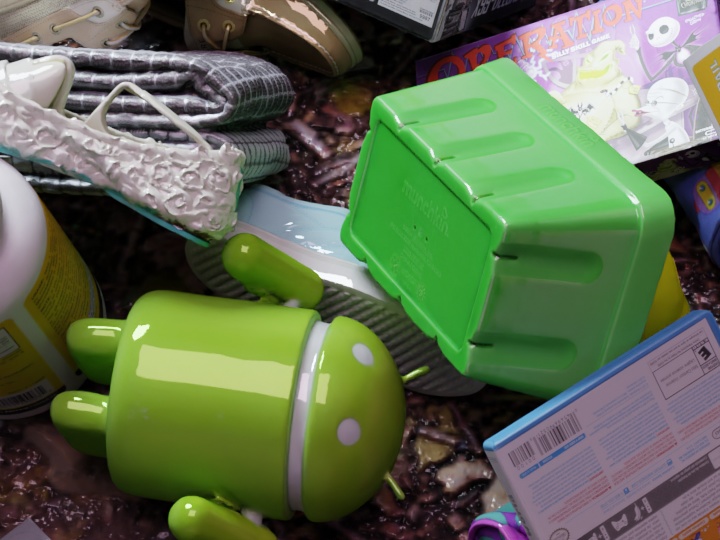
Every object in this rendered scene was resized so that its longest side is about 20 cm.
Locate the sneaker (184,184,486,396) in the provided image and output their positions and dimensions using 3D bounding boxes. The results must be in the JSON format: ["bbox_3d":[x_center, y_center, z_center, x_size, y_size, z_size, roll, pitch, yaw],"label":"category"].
[{"bbox_3d":[0.000,0.000,1.427,0.199,0.074,0.082,27,54,15],"label":"sneaker"}]

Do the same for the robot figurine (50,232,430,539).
[{"bbox_3d":[-0.066,0.075,1.346,0.199,0.116,0.176,8,70,7],"label":"robot figurine"}]

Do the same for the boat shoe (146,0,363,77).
[{"bbox_3d":[-0.090,-0.165,1.562,0.199,0.074,0.066,29,70,26],"label":"boat shoe"}]

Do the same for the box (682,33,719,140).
[{"bbox_3d":[0.298,-0.105,1.399,0.199,0.101,0.113,-9,71,-44],"label":"box"}]

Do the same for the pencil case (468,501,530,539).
[{"bbox_3d":[0.157,0.116,1.319,0.200,0.093,0.085,-33,64,-19],"label":"pencil case"}]

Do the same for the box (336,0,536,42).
[{"bbox_3d":[0.003,-0.213,1.552,0.199,0.050,0.158,25,25,21],"label":"box"}]

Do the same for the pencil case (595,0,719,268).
[{"bbox_3d":[0.207,-0.089,1.478,0.087,0.078,0.200,13,39,-42],"label":"pencil case"}]

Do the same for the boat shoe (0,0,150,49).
[{"bbox_3d":[-0.161,-0.172,1.526,0.199,0.065,0.072,-12,21,29],"label":"boat shoe"}]

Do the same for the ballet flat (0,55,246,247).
[{"bbox_3d":[-0.152,-0.080,1.335,0.199,0.072,0.072,24,57,0],"label":"ballet flat"}]

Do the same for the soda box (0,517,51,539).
[{"bbox_3d":[-0.135,0.224,1.271,0.068,0.064,0.200,-36,59,-21],"label":"soda box"}]

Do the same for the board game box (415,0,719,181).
[{"bbox_3d":[0.128,-0.099,1.460,0.199,0.032,0.121,-17,55,23],"label":"board game box"}]

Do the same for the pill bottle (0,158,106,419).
[{"bbox_3d":[-0.216,0.001,1.345,0.112,0.200,0.113,-3,68,8],"label":"pill bottle"}]

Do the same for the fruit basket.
[{"bbox_3d":[0.113,-0.011,1.351,0.214,0.156,0.216,12,25,-6],"label":"fruit basket"}]

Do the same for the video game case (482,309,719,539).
[{"bbox_3d":[0.166,0.142,1.266,0.143,0.018,0.201,-30,99,-19],"label":"video game case"}]

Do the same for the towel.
[{"bbox_3d":[-0.150,-0.095,1.448,0.199,0.166,0.086,3,97,9],"label":"towel"}]
